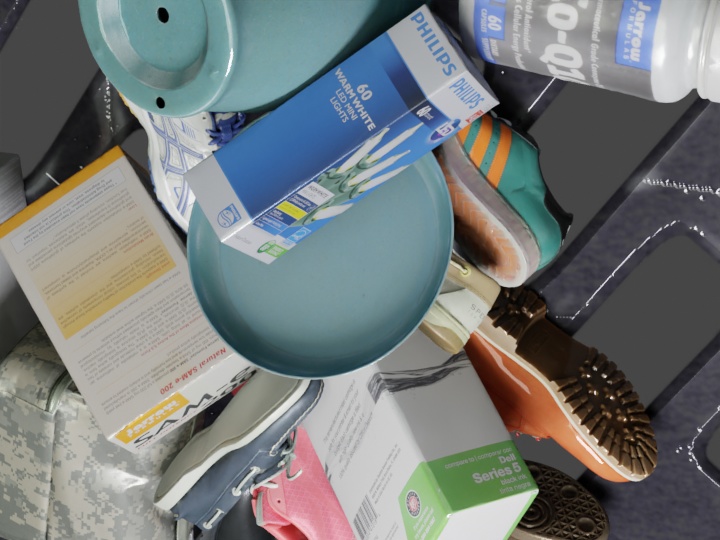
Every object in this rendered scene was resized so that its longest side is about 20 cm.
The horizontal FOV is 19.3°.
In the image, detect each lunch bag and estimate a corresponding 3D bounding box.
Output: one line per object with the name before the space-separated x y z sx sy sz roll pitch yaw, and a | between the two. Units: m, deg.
lunch bag | -0.210 0.150 1.759 0.166 0.139 0.202 21 123 17

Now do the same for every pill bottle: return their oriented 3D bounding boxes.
pill bottle | 0.175 -0.176 1.412 0.198 0.114 0.115 15 121 20

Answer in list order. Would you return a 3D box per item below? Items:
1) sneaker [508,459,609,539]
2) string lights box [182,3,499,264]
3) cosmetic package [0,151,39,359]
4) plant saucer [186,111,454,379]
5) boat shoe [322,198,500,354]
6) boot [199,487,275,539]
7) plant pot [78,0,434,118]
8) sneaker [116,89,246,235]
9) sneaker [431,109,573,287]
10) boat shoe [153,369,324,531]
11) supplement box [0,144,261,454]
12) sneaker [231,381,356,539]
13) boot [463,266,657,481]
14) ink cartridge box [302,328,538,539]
sneaker | 0.106 0.192 1.676 0.198 0.071 0.076 18 138 24
string lights box | -0.012 -0.090 1.432 0.199 0.103 0.059 -34 74 10
cosmetic package | -0.336 0.003 1.783 0.106 0.090 0.202 10 121 22
plant saucer | -0.026 -0.022 1.493 0.198 0.027 0.202 -3 79 18
boat shoe | 0.021 -0.025 1.534 0.066 0.074 0.200 -44 69 -5
boot | -0.039 0.259 1.771 0.199 0.066 0.166 33 133 13
plant pot | -0.081 -0.194 1.421 0.199 0.188 0.202 16 119 31
sneaker | -0.120 -0.102 1.612 0.088 0.075 0.201 -11 111 51
sneaker | 0.078 -0.088 1.533 0.201 0.080 0.071 55 143 -3
boat shoe | -0.084 0.139 1.637 0.062 0.075 0.200 35 123 -17
supplement box | -0.181 0.023 1.649 0.125 0.074 0.201 -32 72 3
sneaker | -0.058 0.162 1.700 0.201 0.086 0.074 57 149 1
boot | 0.134 0.098 1.604 0.200 0.075 0.107 45 129 11
ink cartridge box | 0.035 0.126 1.583 0.201 0.083 0.146 63 149 27
